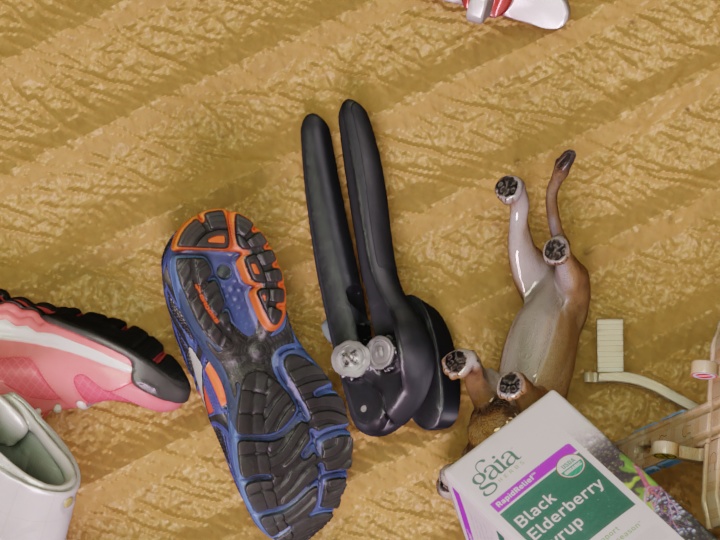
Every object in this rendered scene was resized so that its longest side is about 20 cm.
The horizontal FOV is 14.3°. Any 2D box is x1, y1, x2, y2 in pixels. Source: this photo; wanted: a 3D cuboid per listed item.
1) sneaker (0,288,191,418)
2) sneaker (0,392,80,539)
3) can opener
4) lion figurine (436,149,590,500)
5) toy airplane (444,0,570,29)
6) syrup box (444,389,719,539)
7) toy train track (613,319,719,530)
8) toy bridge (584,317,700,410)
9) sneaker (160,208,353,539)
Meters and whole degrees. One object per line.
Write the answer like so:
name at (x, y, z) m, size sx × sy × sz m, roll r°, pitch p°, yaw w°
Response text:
sneaker at (-0.194, 0.061, 1.661) m, size 0.199 × 0.074 × 0.087 m, roll 16°, pitch 97°, yaw 11°
sneaker at (-0.234, 0.099, 1.612) m, size 0.199 × 0.074 × 0.116 m, roll 32°, pitch 123°, yaw 23°
can opener at (0.000, 0.000, 1.650) m, size 0.063 × 0.079 × 0.201 m, roll -22°, pitch 74°, yaw 17°
lion figurine at (0.098, 0.044, 1.624) m, size 0.072 × 0.123 × 0.201 m, roll 15°, pitch 70°, yaw 28°
toy airplane at (0.089, -0.235, 1.627) m, size 0.199 × 0.141 × 0.200 m, roll -28°, pitch 83°, yaw 0°
syrup box at (0.136, 0.161, 1.506) m, size 0.079 × 0.082 × 0.200 m, roll -35°, pitch 51°, yaw -14°
toy train track at (0.165, 0.087, 1.558) m, size 0.032 × 0.200 × 0.115 m, roll 11°, pitch 72°, yaw -18°
toy bridge at (0.227, 0.060, 1.641) m, size 0.199 × 0.027 × 0.068 m, roll -1°, pitch 84°, yaw 4°
sneaker at (-0.062, 0.059, 1.644) m, size 0.075 × 0.078 × 0.201 m, roll -19°, pitch 98°, yaw -19°
